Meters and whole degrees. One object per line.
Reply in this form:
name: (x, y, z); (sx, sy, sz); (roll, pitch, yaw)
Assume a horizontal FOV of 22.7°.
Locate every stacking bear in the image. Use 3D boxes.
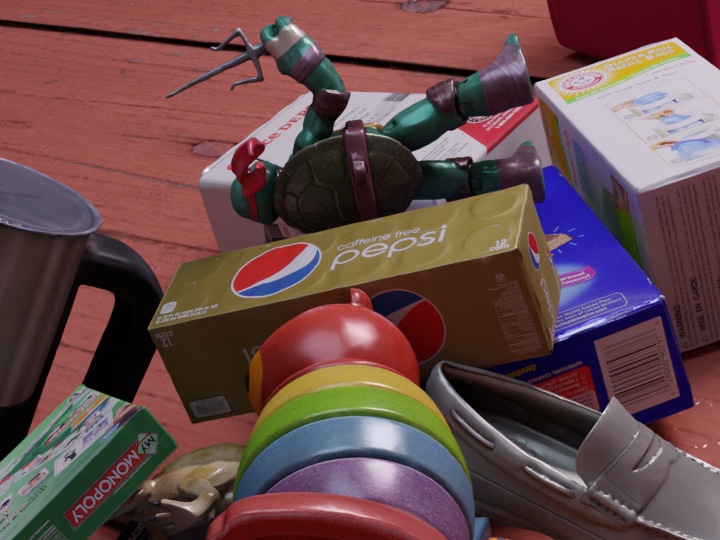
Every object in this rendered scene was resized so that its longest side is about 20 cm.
stacking bear: (-0.008, 0.089, 0.798); (0.113, 0.122, 0.200); (-1, 33, -2)

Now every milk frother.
milk frother: (-0.234, 0.022, 1.056); (0.180, 0.189, 0.200); (7, 21, -46)

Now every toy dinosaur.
toy dinosaur: (-0.069, 0.110, 0.874); (0.199, 0.059, 0.101); (-8, 23, 12)

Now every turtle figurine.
turtle figurine: (-0.001, -0.064, 0.998); (0.198, 0.150, 0.101); (-9, 50, 2)

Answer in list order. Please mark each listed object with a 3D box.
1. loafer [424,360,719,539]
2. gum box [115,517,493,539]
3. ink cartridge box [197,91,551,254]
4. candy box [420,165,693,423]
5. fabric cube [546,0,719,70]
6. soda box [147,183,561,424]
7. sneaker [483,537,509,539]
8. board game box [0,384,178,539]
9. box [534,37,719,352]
loafer: (0.117, 0.097, 0.849); (0.199, 0.070, 0.070); (16, 35, 16)
gum box: (-0.051, 0.182, 0.838); (0.199, 0.045, 0.170); (-4, 28, 23)
ink cartridge box: (0.013, -0.054, 1.216); (0.199, 0.084, 0.144); (7, 35, 36)
candy box: (0.070, 0.031, 1.012); (0.168, 0.077, 0.200); (-20, 28, -2)
fabric cube: (0.270, -0.269, 1.377); (0.199, 0.197, 0.199); (-25, 30, -21)
soda box: (-0.001, 0.018, 0.913); (0.199, 0.064, 0.068); (-12, 28, 18)
sneaker: (0.091, 0.154, 0.727); (0.077, 0.113, 0.200); (13, 28, -19)
board game box: (-0.185, 0.140, 0.878); (0.200, 0.029, 0.134); (-45, 15, -14)
box: (0.189, -0.051, 1.087); (0.101, 0.113, 0.200); (-18, 26, -4)
